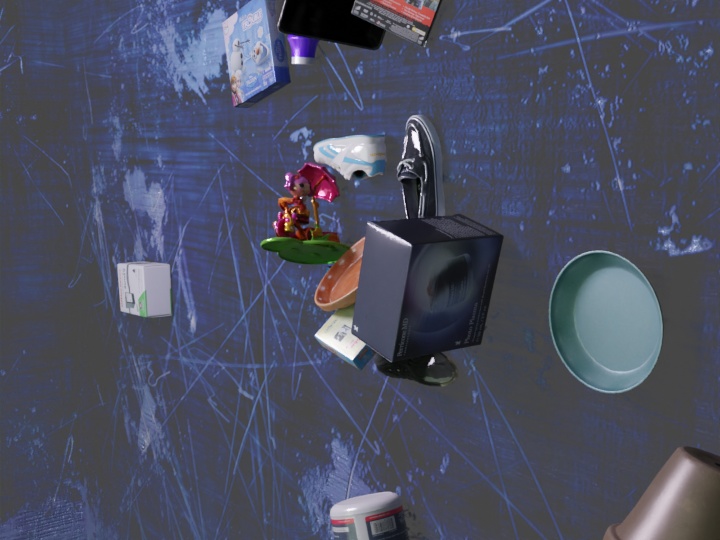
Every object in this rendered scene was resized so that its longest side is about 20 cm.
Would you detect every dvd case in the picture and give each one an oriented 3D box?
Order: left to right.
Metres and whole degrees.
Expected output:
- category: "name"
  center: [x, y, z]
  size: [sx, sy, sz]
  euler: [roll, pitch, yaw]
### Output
- category: "dvd case"
  center: [0.078, -0.494, 1.528]
  size: [0.146, 0.022, 0.201]
  euler: [27, 125, 9]

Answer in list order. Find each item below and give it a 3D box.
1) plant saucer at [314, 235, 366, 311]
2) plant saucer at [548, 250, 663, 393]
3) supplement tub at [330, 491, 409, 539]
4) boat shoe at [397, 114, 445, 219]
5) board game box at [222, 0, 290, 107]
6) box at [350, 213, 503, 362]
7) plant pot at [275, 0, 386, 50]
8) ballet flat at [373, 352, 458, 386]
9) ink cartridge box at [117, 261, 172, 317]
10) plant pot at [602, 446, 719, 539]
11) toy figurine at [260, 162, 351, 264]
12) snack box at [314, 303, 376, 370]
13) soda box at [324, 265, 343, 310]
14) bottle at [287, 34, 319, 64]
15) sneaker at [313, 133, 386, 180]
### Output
- category: "plant saucer"
  center: [0.000, 0.000, 1.667]
  size: [0.032, 0.201, 0.200]
  euler: [47, 150, -19]
- category: "plant saucer"
  center: [0.350, 0.071, 1.285]
  size: [0.200, 0.036, 0.201]
  euler: [14, 107, 53]
- category: "supplement tub"
  center: [0.026, 0.529, 1.722]
  size: [0.140, 0.140, 0.201]
  euler: [-21, 78, 54]
- category: "boat shoe"
  center: [0.096, -0.169, 1.578]
  size: [0.072, 0.068, 0.201]
  euler: [-5, 91, 54]
- category: "board game box"
  center: [-0.231, -0.481, 2.012]
  size: [0.200, 0.043, 0.200]
  euler: [-13, 83, 55]
- category: "box"
  center: [0.107, 0.025, 1.481]
  size: [0.123, 0.198, 0.201]
  euler: [32, 121, 48]
- category: "plant pot"
  center: [-0.050, -0.539, 1.633]
  size: [0.178, 0.199, 0.200]
  euler: [-114, 36, -45]
- category: "ballet flat"
  center: [0.104, 0.171, 1.650]
  size: [0.200, 0.057, 0.067]
  euler: [7, 74, 49]
- category: "ink cartridge box"
  center: [-0.614, 0.052, 2.597]
  size: [0.200, 0.084, 0.147]
  euler: [3, 97, 55]
- category: "plant pot"
  center: [0.415, 0.319, 1.125]
  size: [0.200, 0.200, 0.175]
  euler: [28, 101, 49]
- category: "toy figurine"
  center: [-0.109, -0.123, 1.795]
  size: [0.150, 0.199, 0.185]
  euler: [-17, 69, 45]
- category: "snack box"
  center: [0.023, 0.073, 1.630]
  size: [0.116, 0.200, 0.037]
  euler: [28, 161, 47]
- category: "soda box"
  center: [0.007, 0.063, 1.742]
  size: [0.200, 0.064, 0.068]
  euler: [39, 125, 44]
- category: "bottle"
  center: [-0.111, -0.512, 1.820]
  size: [0.083, 0.065, 0.201]
  euler: [17, 109, 53]
- category: "sneaker"
  center: [-0.025, -0.211, 1.738]
  size: [0.200, 0.076, 0.081]
  euler: [3, 100, 56]
